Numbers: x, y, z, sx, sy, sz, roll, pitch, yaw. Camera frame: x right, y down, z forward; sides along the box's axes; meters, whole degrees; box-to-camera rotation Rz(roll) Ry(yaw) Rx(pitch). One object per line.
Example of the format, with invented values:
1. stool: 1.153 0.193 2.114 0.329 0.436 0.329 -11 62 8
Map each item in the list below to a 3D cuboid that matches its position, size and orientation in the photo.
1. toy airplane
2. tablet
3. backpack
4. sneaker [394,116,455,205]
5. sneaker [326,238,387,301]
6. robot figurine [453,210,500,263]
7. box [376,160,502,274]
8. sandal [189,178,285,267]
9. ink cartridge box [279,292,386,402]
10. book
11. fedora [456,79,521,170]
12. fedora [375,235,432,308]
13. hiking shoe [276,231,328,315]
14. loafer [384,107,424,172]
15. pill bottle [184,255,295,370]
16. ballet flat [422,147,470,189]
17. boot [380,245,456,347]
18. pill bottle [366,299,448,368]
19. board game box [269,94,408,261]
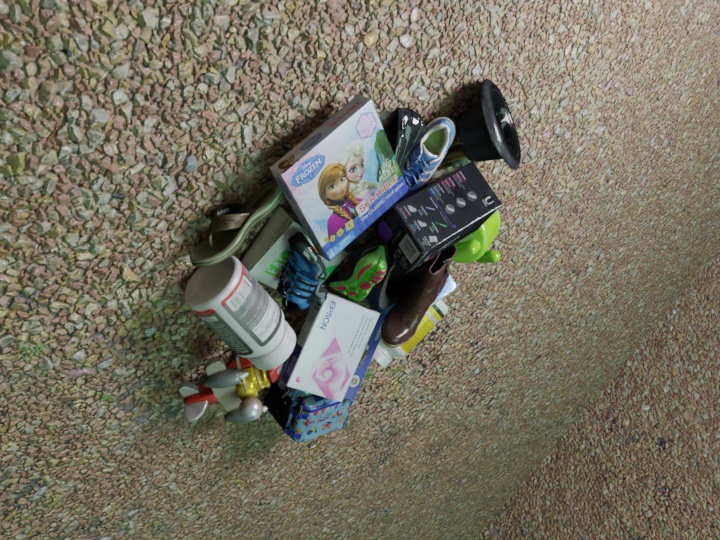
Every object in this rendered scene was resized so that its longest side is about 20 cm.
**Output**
1. toy airplane: -0.245 0.233 1.353 0.199 0.142 0.200 3 130 -52
2. tablet: 0.103 0.033 1.540 0.198 0.131 0.014 -32 179 -17
3. backpack: -0.094 0.243 1.524 0.181 0.135 0.202 -5 127 -41
4. sneaker: 0.106 -0.202 1.323 0.202 0.075 0.077 -58 180 9
5. sneaker: 0.000 0.000 1.389 0.076 0.085 0.199 31 146 -19
6. robot figurine: 0.231 -0.091 1.511 0.114 0.177 0.200 -20 -167 32
7. box: 0.147 -0.098 1.333 0.198 0.107 0.122 -31 171 -22
8. sandal: -0.207 -0.087 1.156 0.201 0.080 0.057 -47 127 -9
9. ink cartridge box: -0.040 0.160 1.425 0.198 0.043 0.199 22 92 -35
10. book: -0.122 -0.022 1.322 0.134 0.048 0.199 -50 147 8
11. fedora: 0.243 -0.272 1.382 0.090 0.204 0.200 -17 152 24
12. fedora: 0.070 -0.022 1.462 0.199 0.090 0.179 -34 148 -40
13. hiking shoe: -0.109 0.015 1.268 0.086 0.075 0.201 -31 147 -16
14. loafer: 0.047 -0.202 1.297 0.070 0.068 0.203 11 112 -39
15. pill bottle: -0.203 0.078 1.235 0.114 0.114 0.201 -40 128 -6
16. ballet flat: 0.177 -0.197 1.430 0.198 0.063 0.069 -22 138 -30
17. boot: 0.114 0.047 1.415 0.200 0.072 0.167 -49 166 -32
18. pill bottle: 0.095 0.121 1.611 0.200 0.112 0.113 -45 144 -2
19. board game box: -0.028 -0.152 1.189 0.200 0.041 0.201 -43 133 -14
